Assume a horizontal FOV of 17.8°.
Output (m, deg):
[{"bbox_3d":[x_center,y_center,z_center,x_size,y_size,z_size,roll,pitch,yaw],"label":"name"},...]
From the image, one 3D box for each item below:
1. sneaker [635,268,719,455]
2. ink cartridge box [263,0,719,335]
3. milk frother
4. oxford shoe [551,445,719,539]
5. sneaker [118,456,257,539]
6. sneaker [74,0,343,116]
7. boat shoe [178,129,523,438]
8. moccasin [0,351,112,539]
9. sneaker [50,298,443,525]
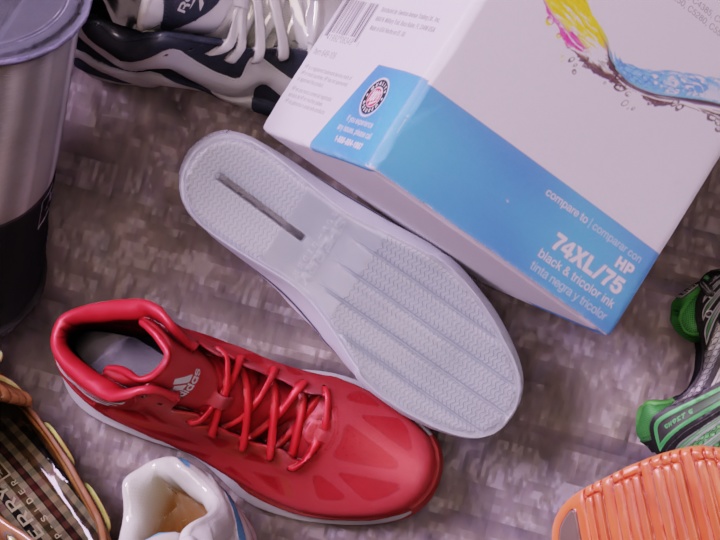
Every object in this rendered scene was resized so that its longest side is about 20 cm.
[{"bbox_3d":[0.198,0.012,1.089,0.085,0.078,0.201,28,87,8],"label":"sneaker"},{"bbox_3d":[0.084,-0.103,1.053,0.146,0.147,0.201,34,87,-23],"label":"ink cartridge box"},{"bbox_3d":[-0.240,-0.083,1.061,0.198,0.189,0.181,-8,49,-23],"label":"milk frother"},{"bbox_3d":[0.183,0.106,0.994,0.198,0.073,0.072,-10,86,18],"label":"oxford shoe"},{"bbox_3d":[-0.080,0.167,1.034,0.076,0.201,0.081,-26,121,8],"label":"sneaker"},{"bbox_3d":[-0.059,-0.126,1.100,0.197,0.130,0.080,12,85,6],"label":"sneaker"},{"bbox_3d":[0.000,0.000,1.113,0.200,0.067,0.074,44,96,-3],"label":"boat shoe"},{"bbox_3d":[-0.189,0.076,1.102,0.073,0.078,0.202,-27,69,-27],"label":"moccasin"},{"bbox_3d":[-0.059,0.069,1.085,0.198,0.116,0.079,15,85,7],"label":"sneaker"}]
